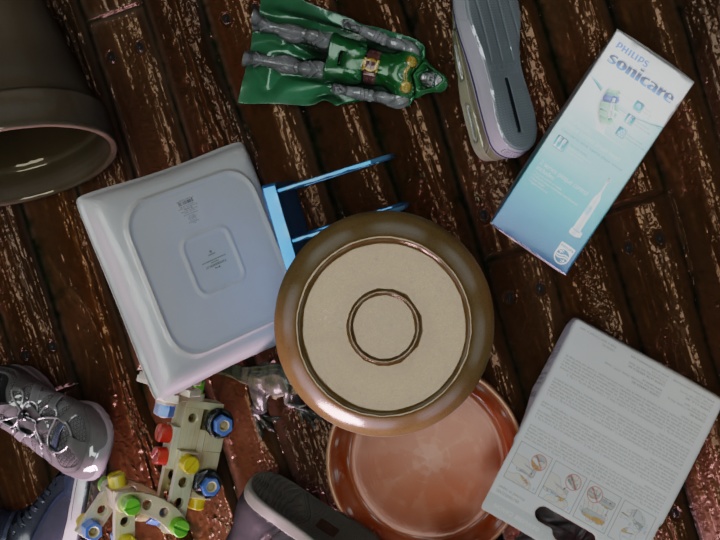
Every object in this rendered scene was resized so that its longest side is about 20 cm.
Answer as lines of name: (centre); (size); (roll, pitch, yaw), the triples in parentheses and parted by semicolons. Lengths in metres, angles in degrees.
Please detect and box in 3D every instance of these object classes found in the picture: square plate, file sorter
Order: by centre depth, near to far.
file sorter: (0.000, 0.000, 1.281); (0.121, 0.139, 0.203); (-16, 93, 6)
square plate: (-0.146, -0.006, 1.288); (0.028, 0.199, 0.200); (-19, 94, 52)

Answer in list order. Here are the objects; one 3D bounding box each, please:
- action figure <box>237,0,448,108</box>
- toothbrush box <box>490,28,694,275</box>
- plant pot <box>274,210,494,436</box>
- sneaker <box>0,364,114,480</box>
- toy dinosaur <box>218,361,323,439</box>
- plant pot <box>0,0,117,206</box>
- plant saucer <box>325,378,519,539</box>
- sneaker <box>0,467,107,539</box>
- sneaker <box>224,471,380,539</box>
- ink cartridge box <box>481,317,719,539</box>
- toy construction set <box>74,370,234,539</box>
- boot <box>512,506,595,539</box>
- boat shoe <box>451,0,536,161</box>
action figure: (-0.012, -0.201, 1.307); (0.197, 0.055, 0.120); (12, 94, 3)
toothbrush box: (0.207, -0.107, 1.236); (0.085, 0.146, 0.201); (34, 100, 3)
plant pot: (0.021, 0.049, 1.204); (0.197, 0.027, 0.203); (0, 94, 2)
sneaker: (-0.315, 0.147, 1.320); (0.199, 0.082, 0.076); (21, 93, 41)
toy dinosaur: (-0.088, 0.121, 1.334); (0.198, 0.048, 0.089); (0, 133, 43)
plant pot: (-0.345, -0.177, 1.300); (0.197, 0.200, 0.176); (-16, 77, 9)
plant saucer: (0.065, 0.187, 1.342); (0.197, 0.032, 0.204); (1, 96, 8)
sneaker: (-0.341, 0.240, 1.382); (0.144, 0.077, 0.205); (17, 99, 3)
sneaker: (-0.044, 0.294, 1.337); (0.199, 0.075, 0.107); (36, 121, 17)
ink cartridge box: (0.225, 0.170, 1.286); (0.161, 0.057, 0.202); (28, 87, 4)
toy construction set: (-0.193, 0.177, 1.326); (0.130, 0.092, 0.202); (10, 108, -30)
boot: (0.161, 0.254, 1.303); (0.198, 0.070, 0.133); (14, 96, -23)
boat shoe: (0.113, -0.200, 1.281); (0.062, 0.071, 0.203); (-17, 79, 52)
